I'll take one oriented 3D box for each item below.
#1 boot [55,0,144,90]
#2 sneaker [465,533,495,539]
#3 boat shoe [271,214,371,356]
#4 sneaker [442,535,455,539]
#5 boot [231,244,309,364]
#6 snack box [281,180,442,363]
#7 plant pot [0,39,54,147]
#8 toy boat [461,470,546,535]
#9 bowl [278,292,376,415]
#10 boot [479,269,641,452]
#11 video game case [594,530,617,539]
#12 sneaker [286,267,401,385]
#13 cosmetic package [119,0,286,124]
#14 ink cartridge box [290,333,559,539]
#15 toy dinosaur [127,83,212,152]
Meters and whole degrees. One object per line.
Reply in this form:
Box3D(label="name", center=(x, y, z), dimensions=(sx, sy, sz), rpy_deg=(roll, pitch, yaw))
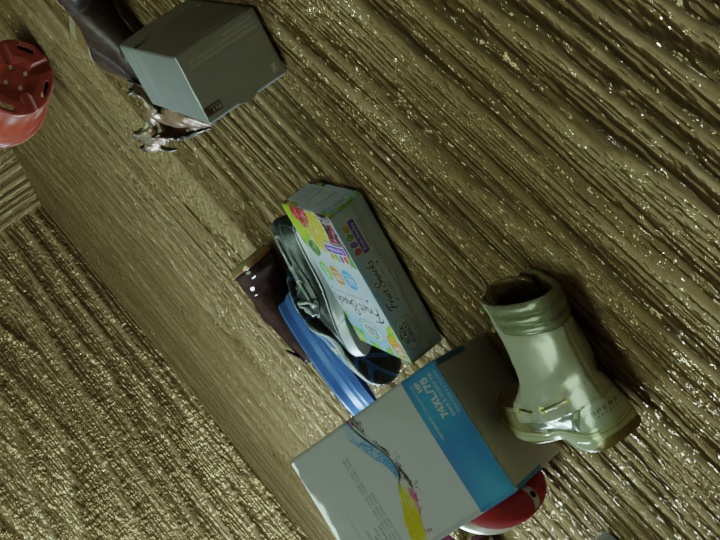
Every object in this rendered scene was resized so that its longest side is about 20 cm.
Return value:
Box3D(label="boot", center=(-0.329, -0.328, 1.735), dimensions=(0.166, 0.072, 0.200), rpy_deg=(38, 160, 10))
Box3D(label="sneaker", center=(0.200, 0.436, 1.790), dimensions=(0.089, 0.075, 0.202), rpy_deg=(3, 123, 29))
Box3D(label="boat shoe", center=(-0.049, 0.020, 1.571), dimensions=(0.067, 0.074, 0.201), rpy_deg=(-14, 117, 28))
Box3D(label="sneaker", center=(0.146, 0.476, 1.907), dimensions=(0.202, 0.080, 0.086), rpy_deg=(61, 175, -2))
Box3D(label="boot", center=(-0.112, 0.053, 1.884), dimensions=(0.167, 0.072, 0.200), rpy_deg=(51, 171, 8))
Box3D(label="snack box", center=(0.000, 0.000, 1.464), dimensions=(0.201, 0.053, 0.142), rpy_deg=(60, 164, -21))
Box3D(label="plant pot", center=(-0.693, -0.358, 2.527), dimensions=(0.202, 0.200, 0.195), rpy_deg=(57, 156, -11))
Box3D(label="toy boat", center=(0.128, 0.183, 1.403), dimensions=(0.201, 0.130, 0.131), rpy_deg=(51, 135, 12))
Box3D(label="bowl", center=(-0.046, 0.115, 1.770), dimensions=(0.202, 0.039, 0.201), rpy_deg=(55, 180, 0))
Box3D(label="boot", center=(0.154, 0.076, 1.145), dimensions=(0.156, 0.072, 0.200), rpy_deg=(58, 163, -10))
Box3D(label="video game case", center=(0.327, 0.395, 1.353), dimensions=(0.181, 0.045, 0.201), rpy_deg=(31, 152, 53))
Box3D(label="sneaker", center=(-0.028, 0.070, 1.651), dimensions=(0.201, 0.075, 0.077), rpy_deg=(54, 169, 6))
Box3D(label="cosmetic package", center=(-0.174, -0.230, 1.397), dimensions=(0.199, 0.106, 0.091), rpy_deg=(20, 143, 61))
Box3D(label="ink cartridge box", center=(0.065, 0.188, 1.294), dimensions=(0.147, 0.199, 0.146), rpy_deg=(56, -155, 8))
Box3D(label="toy dinosaur", center=(-0.225, -0.207, 1.655), dimensions=(0.198, 0.086, 0.136), rpy_deg=(12, 149, 44))
